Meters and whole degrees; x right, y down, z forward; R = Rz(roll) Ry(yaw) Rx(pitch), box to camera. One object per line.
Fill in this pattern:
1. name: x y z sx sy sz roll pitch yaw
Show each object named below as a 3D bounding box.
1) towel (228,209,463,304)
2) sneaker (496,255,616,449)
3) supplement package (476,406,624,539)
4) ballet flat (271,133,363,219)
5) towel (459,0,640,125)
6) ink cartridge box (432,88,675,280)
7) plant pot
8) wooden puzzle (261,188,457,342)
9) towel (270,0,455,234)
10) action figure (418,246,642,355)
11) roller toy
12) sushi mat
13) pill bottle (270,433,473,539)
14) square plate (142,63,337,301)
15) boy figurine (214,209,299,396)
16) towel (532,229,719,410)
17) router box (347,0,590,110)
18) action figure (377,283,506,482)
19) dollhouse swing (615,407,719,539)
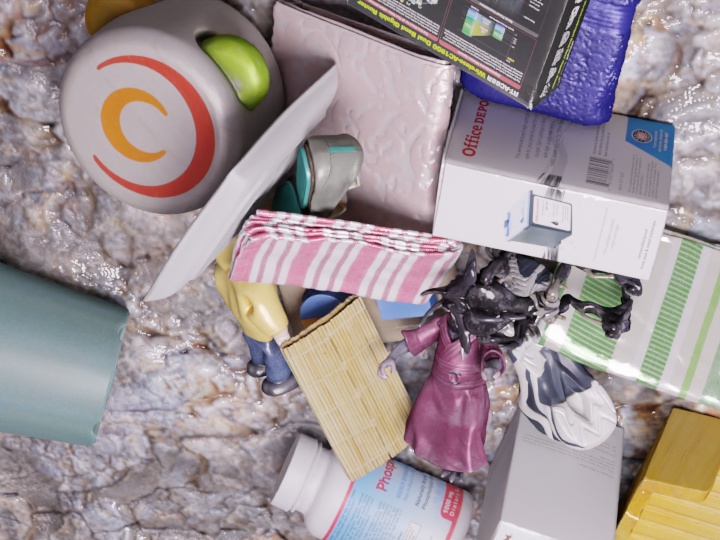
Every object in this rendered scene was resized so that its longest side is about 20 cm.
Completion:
1. towel: -0.017 -0.006 1.634 0.200 0.030 0.146 8 160 -8
2. sneaker: 0.178 0.089 1.757 0.199 0.079 0.130 58 165 7
3. supplement package: 0.188 0.243 1.784 0.117 0.200 0.117 20 126 -1
4. ballet flat: -0.036 -0.069 1.620 0.064 0.067 0.200 -10 164 -15
5. towel: 0.171 -0.232 1.558 0.147 0.050 0.200 16 127 10
6. ink cartridge box: 0.175 -0.082 1.595 0.200 0.147 0.086 11 126 6
7. plant pot: -0.348 0.086 1.812 0.196 0.200 0.200 16 126 -7
8. wooden puzzle: 0.000 0.000 1.753 0.185 0.046 0.200 -7 122 17
9. towel: -0.003 -0.135 1.628 0.191 0.032 0.200 26 129 27
10. action figure: 0.150 0.017 1.621 0.200 0.102 0.119 0 120 -3
11. roller toy: -0.172 -0.157 1.626 0.200 0.140 0.183 17 122 13
12. sushi mat: -0.006 0.121 1.781 0.096 0.012 0.200 -34 127 -11
13. pill bottle: 0.011 0.249 1.885 0.200 0.109 0.109 24 126 -4
14. square plate: -0.100 -0.073 1.585 0.028 0.200 0.198 39 134 0
15. boy figurine: -0.104 0.024 1.758 0.064 0.124 0.200 -23 123 -17
16. towel: 0.278 0.032 1.683 0.200 0.023 0.153 18 91 -1
17. router box: 0.098 -0.251 1.501 0.200 0.062 0.150 33 131 17
18. action figure: 0.105 0.100 1.740 0.134 0.149 0.200 20 117 27
19. dollhouse swing: 0.347 0.274 1.801 0.176 0.182 0.200 27 126 7
